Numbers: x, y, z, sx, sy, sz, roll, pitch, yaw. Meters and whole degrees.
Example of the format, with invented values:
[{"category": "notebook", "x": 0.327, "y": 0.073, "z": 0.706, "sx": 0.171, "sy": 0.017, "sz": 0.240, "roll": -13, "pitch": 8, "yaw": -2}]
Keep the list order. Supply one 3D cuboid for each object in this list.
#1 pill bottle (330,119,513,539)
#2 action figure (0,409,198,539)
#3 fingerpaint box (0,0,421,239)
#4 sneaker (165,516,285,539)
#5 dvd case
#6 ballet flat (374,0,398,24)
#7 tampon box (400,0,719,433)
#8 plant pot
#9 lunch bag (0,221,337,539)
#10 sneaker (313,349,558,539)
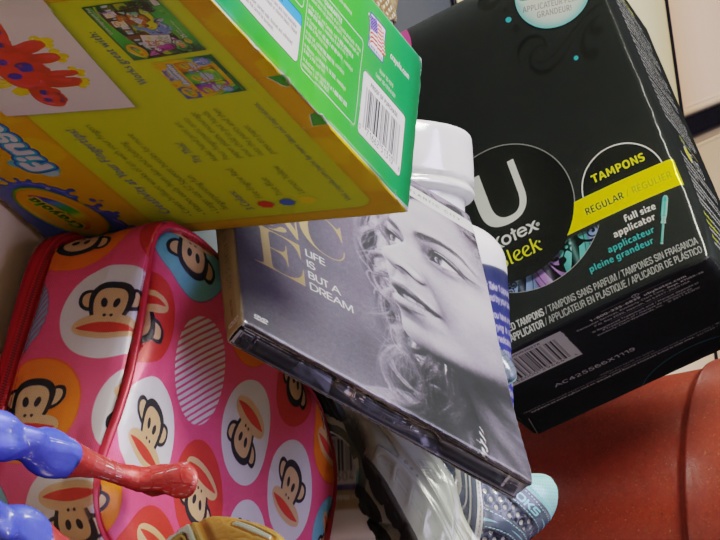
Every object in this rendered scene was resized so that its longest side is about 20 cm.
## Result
[{"category": "pill bottle", "x": 0.015, "y": 0.034, "z": 1.241, "sx": 0.120, "sy": 0.119, "sz": 0.202, "roll": 22, "pitch": 64, "yaw": -65}, {"category": "action figure", "x": -0.132, "y": 0.063, "z": 0.854, "sx": 0.199, "sy": 0.099, "sz": 0.066, "roll": 24, "pitch": 77, "yaw": -33}, {"category": "fingerpaint box", "x": -0.090, "y": -0.087, "z": 0.958, "sx": 0.200, "sy": 0.166, "sz": 0.074, "roll": 44, "pitch": 47, "yaw": -56}, {"category": "sneaker", "x": -0.088, "y": 0.182, "z": 0.931, "sx": 0.200, "sy": 0.075, "sz": 0.088, "roll": -37, "pitch": 130, "yaw": -27}, {"category": "dvd case", "x": 0.000, "y": 0.000, "z": 1.088, "sx": 0.148, "sy": 0.016, "sz": 0.201, "roll": 30, "pitch": 26, "yaw": -24}, {"category": "ballet flat", "x": -0.025, "y": -0.105, "z": 1.243, "sx": 0.066, "sy": 0.070, "sz": 0.200, "roll": 59, "pitch": 33, "yaw": 0}, {"category": "tampon box", "x": 0.105, "y": -0.043, "z": 1.367, "sx": 0.126, "sy": 0.149, "sz": 0.201, "roll": 39, "pitch": 28, "yaw": -61}, {"category": "plant pot", "x": 0.167, "y": 0.146, "z": 1.479, "sx": 0.201, "sy": 0.194, "sz": 0.202, "roll": -6, "pitch": 90, "yaw": -67}, {"category": "lunch bag", "x": -0.081, "y": 0.098, "z": 1.042, "sx": 0.200, "sy": 0.081, "sz": 0.177, "roll": 59, "pitch": 34, "yaw": -47}, {"category": "sneaker", "x": 0.019, "y": 0.047, "z": 1.152, "sx": 0.201, "sy": 0.086, "sz": 0.078, "roll": 62, "pitch": -18, "yaw": 9}]
